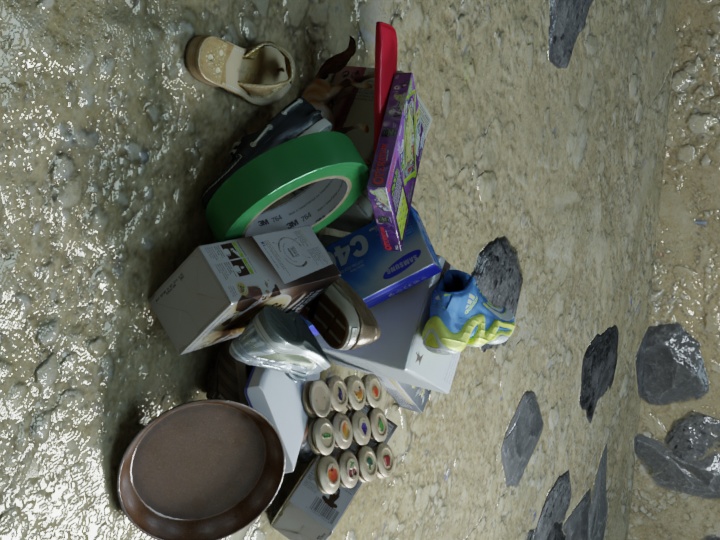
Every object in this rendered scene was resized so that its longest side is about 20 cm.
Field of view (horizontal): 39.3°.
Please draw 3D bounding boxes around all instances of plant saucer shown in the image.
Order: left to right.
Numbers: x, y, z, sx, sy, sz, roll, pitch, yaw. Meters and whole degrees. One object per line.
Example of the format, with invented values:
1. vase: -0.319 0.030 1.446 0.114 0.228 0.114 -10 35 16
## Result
1. plant saucer: -0.189 0.233 1.193 0.199 0.035 0.201 -8 116 -16

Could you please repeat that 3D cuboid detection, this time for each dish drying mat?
1. dish drying mat: 0.032 -0.211 1.291 0.077 0.018 0.201 -22 115 -74

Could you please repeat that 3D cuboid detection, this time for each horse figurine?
1. horse figurine: -0.040 -0.204 1.318 0.050 0.132 0.201 36 56 -54

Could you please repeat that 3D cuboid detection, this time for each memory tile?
1. memory tile: -0.012 0.219 1.386 0.200 0.017 0.154 4 75 -59

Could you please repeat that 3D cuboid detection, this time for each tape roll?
1. tape roll: -0.086 -0.087 1.204 0.200 0.200 0.048 -4 59 -60

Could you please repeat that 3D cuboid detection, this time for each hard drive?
1. hard drive: -0.097 0.145 1.301 0.200 0.025 0.133 -75 151 -60

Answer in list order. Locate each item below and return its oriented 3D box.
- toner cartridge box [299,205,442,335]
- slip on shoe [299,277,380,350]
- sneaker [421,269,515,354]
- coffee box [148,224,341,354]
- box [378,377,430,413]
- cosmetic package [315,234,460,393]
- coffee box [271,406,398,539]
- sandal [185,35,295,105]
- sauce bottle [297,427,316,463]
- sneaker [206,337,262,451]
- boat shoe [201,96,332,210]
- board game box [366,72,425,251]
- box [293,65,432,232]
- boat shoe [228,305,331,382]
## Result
1. toner cartridge box: 0.000 0.000 1.345 0.043 0.199 0.095 34 31 -64
2. slip on shoe: -0.045 0.029 1.302 0.060 0.200 0.076 -1 122 -37
3. sneaker: 0.156 0.048 1.370 0.200 0.075 0.106 -16 113 -55
4. coffee box: -0.133 0.019 1.193 0.113 0.080 0.200 -42 164 35
5. box: 0.083 0.129 1.705 0.159 0.048 0.200 -66 148 -21
6. cosmetic package: 0.036 0.062 1.444 0.165 0.199 0.166 35 70 -58
7. coffee box: -0.037 0.302 1.484 0.200 0.080 0.115 -53 176 -37
8. sandal: -0.115 -0.238 1.205 0.211 0.069 0.078 -4 104 -60
9. sauce bottle: -0.111 0.206 1.379 0.066 0.066 0.200 -62 146 -26
10. sneaker: -0.164 0.131 1.263 0.070 0.075 0.201 25 56 -69
11. boat shoe: -0.125 -0.140 1.233 0.200 0.060 0.076 -39 172 -29
12. board game box: 0.048 -0.139 1.277 0.120 0.032 0.201 79 19 -51
13. box: 0.004 -0.164 1.399 0.128 0.108 0.201 47 60 -56
14. boat shoe: -0.093 0.094 1.215 0.065 0.075 0.202 -36 163 7
